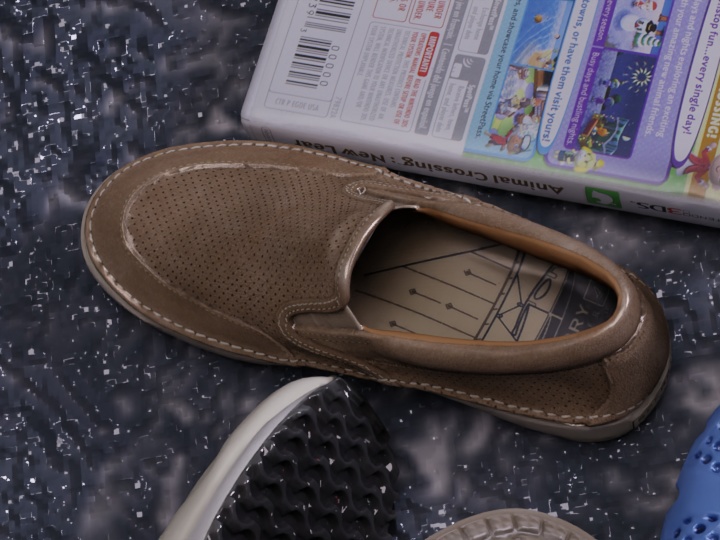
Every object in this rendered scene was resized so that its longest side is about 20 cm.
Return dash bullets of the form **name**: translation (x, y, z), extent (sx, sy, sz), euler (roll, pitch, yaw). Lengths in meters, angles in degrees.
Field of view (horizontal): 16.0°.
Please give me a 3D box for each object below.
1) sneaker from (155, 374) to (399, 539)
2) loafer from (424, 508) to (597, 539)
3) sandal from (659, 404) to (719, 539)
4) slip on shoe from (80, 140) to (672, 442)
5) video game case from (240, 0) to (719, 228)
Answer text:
- **sneaker**: translation (-0.067, 0.110, 0.773), extent (0.093, 0.070, 0.200), euler (3, 54, 41)
- **loafer**: translation (0.006, 0.152, 0.744), extent (0.076, 0.068, 0.200), euler (36, 63, 12)
- **sandal**: translation (0.112, 0.121, 0.722), extent (0.079, 0.087, 0.200), euler (4, 67, 16)
- **slip on shoe**: translation (0.000, 0.000, 0.808), extent (0.200, 0.061, 0.076), euler (20, 74, 19)
- **video game case**: translation (0.073, -0.118, 0.861), extent (0.182, 0.022, 0.200), euler (11, 69, 17)
